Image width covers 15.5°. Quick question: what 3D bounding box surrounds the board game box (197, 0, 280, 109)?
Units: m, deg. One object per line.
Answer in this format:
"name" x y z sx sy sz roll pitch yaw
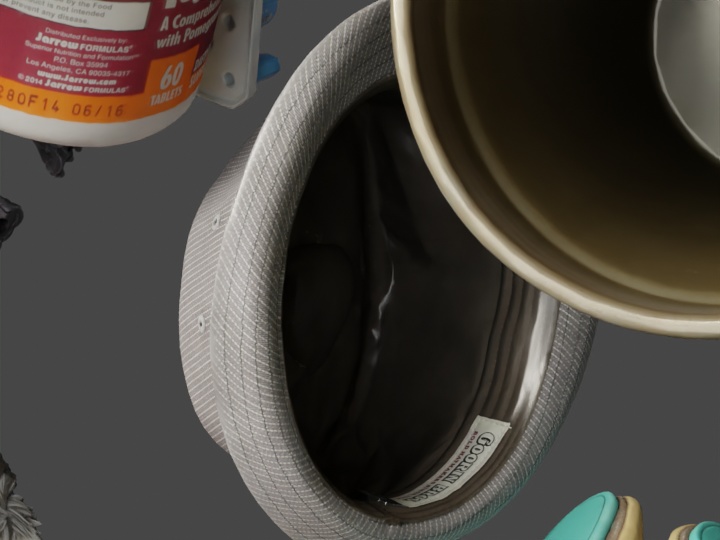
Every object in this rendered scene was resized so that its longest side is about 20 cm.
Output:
"board game box" -0.103 -0.183 0.960 0.199 0.026 0.201 23 122 31

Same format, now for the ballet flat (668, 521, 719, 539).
"ballet flat" 0.163 0.177 0.910 0.200 0.069 0.063 47 120 14

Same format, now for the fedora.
"fedora" 0.000 0.000 0.933 0.090 0.176 0.202 9 94 49

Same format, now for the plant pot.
"plant pot" 0.129 -0.081 0.858 0.199 0.173 0.202 0 90 19

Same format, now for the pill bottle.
"pill bottle" -0.085 -0.150 0.866 0.109 0.110 0.201 29 125 17

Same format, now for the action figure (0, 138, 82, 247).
"action figure" -0.206 -0.078 0.998 0.199 0.102 0.119 34 64 0

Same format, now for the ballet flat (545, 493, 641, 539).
"ballet flat" 0.053 0.163 0.902 0.063 0.200 0.069 45 146 -8

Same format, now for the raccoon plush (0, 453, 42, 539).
"raccoon plush" -0.230 0.077 1.038 0.134 0.097 0.201 -32 86 32
